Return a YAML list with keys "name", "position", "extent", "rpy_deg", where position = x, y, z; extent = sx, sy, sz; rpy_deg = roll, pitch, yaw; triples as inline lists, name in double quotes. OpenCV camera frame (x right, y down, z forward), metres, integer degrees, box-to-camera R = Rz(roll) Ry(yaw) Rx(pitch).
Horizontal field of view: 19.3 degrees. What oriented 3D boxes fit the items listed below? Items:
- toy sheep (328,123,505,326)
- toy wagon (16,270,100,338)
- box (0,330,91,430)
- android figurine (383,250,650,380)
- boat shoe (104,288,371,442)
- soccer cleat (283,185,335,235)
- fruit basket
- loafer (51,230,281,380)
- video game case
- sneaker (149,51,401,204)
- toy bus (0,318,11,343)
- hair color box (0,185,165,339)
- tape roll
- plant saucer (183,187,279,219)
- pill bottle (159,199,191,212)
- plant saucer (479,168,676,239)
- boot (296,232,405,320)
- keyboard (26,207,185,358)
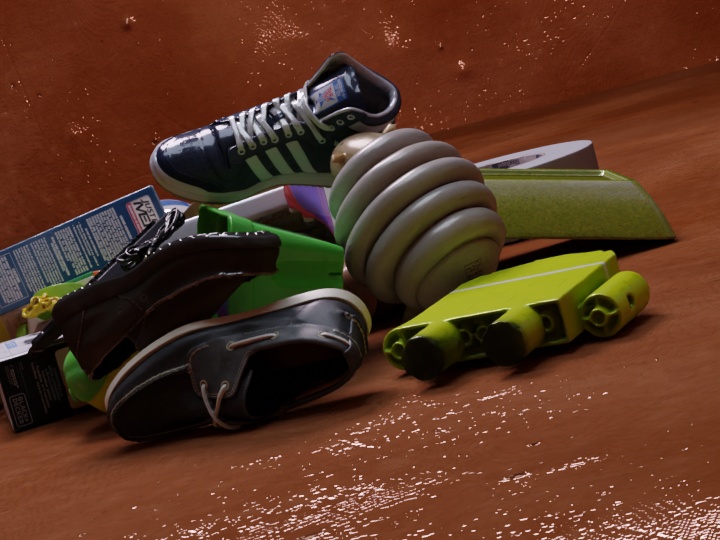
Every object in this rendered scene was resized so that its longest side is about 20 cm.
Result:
- name: "toy sheep"
  position: [0.045, -0.030, 1.600]
  extent: [0.138, 0.200, 0.138]
  rpy_deg: [-34, -26, -19]
- name: "toy wagon"
  position: [-0.227, 0.035, 1.864]
  extent: [0.155, 0.040, 0.200]
  rpy_deg: [-22, -21, 22]
- name: "box"
  position: [-0.202, 0.068, 1.749]
  extent: [0.199, 0.060, 0.117]
  rpy_deg: [-16, 7, -10]
- name: "android figurine"
  position: [0.108, 0.029, 1.459]
  extent: [0.182, 0.041, 0.200]
  rpy_deg: [-12, 8, 27]
- name: "boat shoe"
  position: [-0.088, 0.074, 1.438]
  extent: [0.200, 0.072, 0.068]
  rpy_deg: [-20, 35, 16]
- name: "soccer cleat"
  position: [-0.004, -0.064, 1.757]
  extent: [0.067, 0.077, 0.200]
  rpy_deg: [-14, 24, -28]
- name: "fruit basket"
  position: [-0.124, 0.031, 1.602]
  extent: [0.215, 0.156, 0.216]
  rpy_deg: [2, 4, 0]
- name: "loafer"
  position: [-0.129, 0.026, 1.485]
  extent: [0.200, 0.072, 0.073]
  rpy_deg: [-24, -12, 36]
- name: "video game case"
  position: [-0.101, -0.024, 1.924]
  extent: [0.200, 0.023, 0.182]
  rpy_deg: [-19, -17, -13]
- name: "sneaker"
  position: [-0.062, -0.113, 1.661]
  extent: [0.199, 0.070, 0.109]
  rpy_deg: [-6, -32, -24]
- name: "toy bus"
  position: [-0.422, 0.098, 1.806]
  extent: [0.200, 0.136, 0.192]
  rpy_deg: [-13, 23, 36]
- name: "hair color box"
  position: [-0.265, 0.001, 1.923]
  extent: [0.200, 0.061, 0.100]
  rpy_deg: [-23, -14, -9]
- name: "tape roll"
  position: [0.139, -0.071, 2.087]
  extent: [0.200, 0.066, 0.200]
  rpy_deg: [-16, 6, 2]
- name: "plant saucer"
  position: [-0.074, -0.054, 1.970]
  extent: [0.200, 0.036, 0.200]
  rpy_deg: [-22, -16, -7]
- name: "pill bottle"
  position: [-0.191, -0.013, 2.160]
  extent: [0.112, 0.113, 0.200]
  rpy_deg: [-16, 6, -6]
- name: "plant saucer"
  position: [0.156, -0.060, 1.819]
  extent: [0.199, 0.048, 0.200]
  rpy_deg: [0, 6, -2]
- name: "boot"
  position: [0.000, 0.000, 1.806]
  extent: [0.166, 0.073, 0.200]
  rpy_deg: [-9, 16, -20]
- name: "keyboard"
  position: [-0.194, -0.004, 1.709]
  extent: [0.127, 0.021, 0.200]
  rpy_deg: [-37, 8, 28]
